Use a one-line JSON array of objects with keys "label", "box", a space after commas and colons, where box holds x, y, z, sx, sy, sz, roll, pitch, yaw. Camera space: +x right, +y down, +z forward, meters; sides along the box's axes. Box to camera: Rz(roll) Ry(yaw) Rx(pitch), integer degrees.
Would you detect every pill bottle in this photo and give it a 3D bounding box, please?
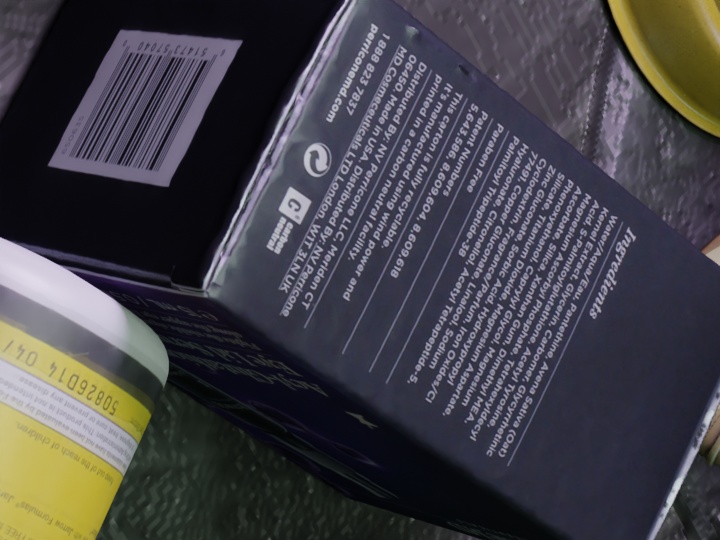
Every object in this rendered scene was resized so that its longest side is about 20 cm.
[{"label": "pill bottle", "box": [-0.142, 0.088, 0.759, 0.112, 0.112, 0.201, 32, 76, -36]}]

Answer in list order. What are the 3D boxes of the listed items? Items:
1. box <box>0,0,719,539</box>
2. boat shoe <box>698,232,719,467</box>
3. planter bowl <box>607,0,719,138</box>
[{"label": "box", "box": [0.000, 0.000, 0.834, 0.200, 0.148, 0.105, 36, 75, -35]}, {"label": "boat shoe", "box": [0.178, -0.004, 1.009, 0.200, 0.063, 0.073, -42, 160, -18]}, {"label": "planter bowl", "box": [0.186, -0.143, 0.999, 0.200, 0.083, 0.201, -7, 101, -37]}]
